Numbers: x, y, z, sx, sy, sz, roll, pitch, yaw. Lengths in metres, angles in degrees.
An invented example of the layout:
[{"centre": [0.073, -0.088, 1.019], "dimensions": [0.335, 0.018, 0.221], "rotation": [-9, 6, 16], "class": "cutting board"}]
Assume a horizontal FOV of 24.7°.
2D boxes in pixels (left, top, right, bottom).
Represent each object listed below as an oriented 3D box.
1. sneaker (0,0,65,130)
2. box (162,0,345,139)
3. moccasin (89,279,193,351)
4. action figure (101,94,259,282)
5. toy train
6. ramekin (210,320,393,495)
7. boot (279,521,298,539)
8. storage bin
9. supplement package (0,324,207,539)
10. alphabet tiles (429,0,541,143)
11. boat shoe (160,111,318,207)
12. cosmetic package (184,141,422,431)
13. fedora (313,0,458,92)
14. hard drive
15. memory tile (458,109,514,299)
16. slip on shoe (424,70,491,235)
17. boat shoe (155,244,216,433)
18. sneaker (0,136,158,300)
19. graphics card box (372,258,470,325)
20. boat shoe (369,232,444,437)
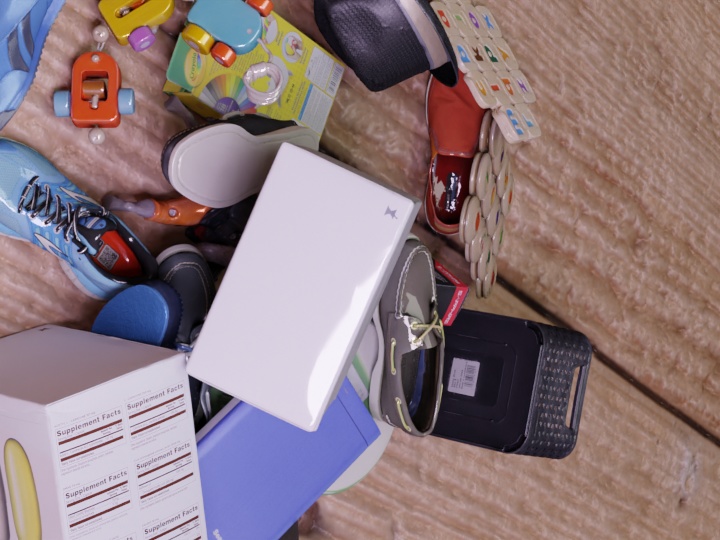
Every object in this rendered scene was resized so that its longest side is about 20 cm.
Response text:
[{"centre": [-0.292, -0.202, 1.337], "dimensions": [0.078, 0.066, 0.202], "rotation": [29, 74, -34], "class": "sneaker"}, {"centre": [-0.106, -0.186, 1.549], "dimensions": [0.199, 0.048, 0.119], "rotation": [33, 73, -47], "class": "box"}, {"centre": [-0.198, 0.075, 1.428], "dimensions": [0.068, 0.081, 0.200], "rotation": [-18, 154, -45], "class": "moccasin"}, {"centre": [-0.139, -0.032, 1.500], "dimensions": [0.193, 0.104, 0.202], "rotation": [37, 69, -34], "class": "action figure"}, {"centre": [-0.167, -0.183, 1.434], "dimensions": [0.056, 0.197, 0.152], "rotation": [89, -5, -77], "class": "toy train"}, {"centre": [-0.051, 0.124, 1.618], "dimensions": [0.199, 0.097, 0.203], "rotation": [-10, 104, -46], "class": "ramekin"}, {"centre": [-0.119, 0.229, 1.585], "dimensions": [0.074, 0.075, 0.201], "rotation": [-55, 138, -31], "class": "boot"}, {"centre": [0.131, 0.115, 1.740], "dimensions": [0.093, 0.199, 0.137], "rotation": [13, 87, -47], "class": "storage bin"}, {"centre": [-0.244, 0.169, 1.348], "dimensions": [0.146, 0.190, 0.203], "rotation": [-19, 109, -44], "class": "supplement package"}, {"centre": [0.127, -0.225, 1.732], "dimensions": [0.202, 0.015, 0.195], "rotation": [63, 22, 3], "class": "alphabet tiles"}, {"centre": [-0.114, -0.104, 1.432], "dimensions": [0.199, 0.060, 0.075], "rotation": [-19, 125, -54], "class": "boat shoe"}, {"centre": [-0.043, 0.008, 1.382], "dimensions": [0.200, 0.122, 0.201], "rotation": [-51, 165, -86], "class": "cosmetic package"}, {"centre": [0.013, -0.242, 1.612], "dimensions": [0.091, 0.201, 0.201], "rotation": [-36, 127, -2], "class": "fedora"}, {"centre": [-0.082, 0.168, 1.509], "dimensions": [0.200, 0.025, 0.133], "rotation": [-43, 120, -22], "class": "hard drive"}, {"centre": [0.140, -0.069, 1.783], "dimensions": [0.200, 0.017, 0.155], "rotation": [65, 37, -64], "class": "memory tile"}, {"centre": [0.103, -0.137, 1.757], "dimensions": [0.061, 0.073, 0.203], "rotation": [-99, -166, -82], "class": "slip on shoe"}, {"centre": [-0.156, 0.073, 1.480], "dimensions": [0.072, 0.062, 0.202], "rotation": [-9, 124, -24], "class": "boat shoe"}, {"centre": [-0.244, -0.047, 1.380], "dimensions": [0.199, 0.090, 0.079], "rotation": [37, 69, -31], "class": "sneaker"}, {"centre": [0.000, 0.000, 1.632], "dimensions": [0.199, 0.125, 0.051], "rotation": [7, 116, -49], "class": "graphics card box"}, {"centre": [0.051, 0.064, 1.574], "dimensions": [0.072, 0.060, 0.204], "rotation": [-19, 123, -38], "class": "boat shoe"}]
